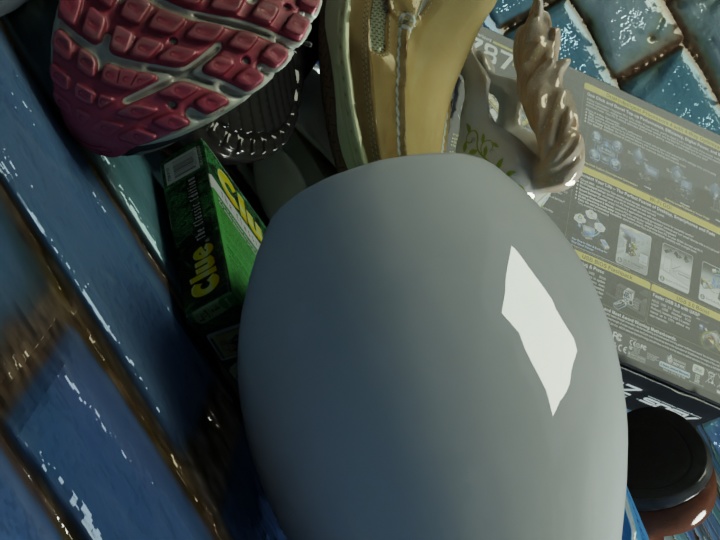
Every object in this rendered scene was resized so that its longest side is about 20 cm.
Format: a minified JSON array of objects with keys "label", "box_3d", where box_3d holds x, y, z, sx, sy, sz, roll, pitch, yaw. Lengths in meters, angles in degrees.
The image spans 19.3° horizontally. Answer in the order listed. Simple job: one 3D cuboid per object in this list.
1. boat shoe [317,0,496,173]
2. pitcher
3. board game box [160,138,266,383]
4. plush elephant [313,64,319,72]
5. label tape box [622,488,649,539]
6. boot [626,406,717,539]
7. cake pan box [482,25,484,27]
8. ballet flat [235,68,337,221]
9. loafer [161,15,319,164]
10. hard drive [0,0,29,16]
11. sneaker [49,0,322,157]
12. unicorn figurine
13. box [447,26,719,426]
[{"label":"boat shoe","box_3d":[0.026,-0.115,0.903,0.072,0.076,0.201,40,44,-65]},{"label":"pitcher","box_3d":[0.030,0.079,0.687,0.172,0.120,0.201,94,-17,-71]},{"label":"board game box","box_3d":[-0.011,0.052,0.797,0.200,0.023,0.105,55,13,-32]},{"label":"plush elephant","box_3d":[-0.003,-0.167,1.056,0.154,0.164,0.201,-6,78,-36]},{"label":"label tape box","box_3d":[0.081,0.126,0.813,0.144,0.066,0.201,-108,177,-50]},{"label":"boot","box_3d":[0.140,0.167,0.978,0.188,0.068,0.201,-17,-75,59]},{"label":"cake pan box","box_3d":[0.091,-0.060,1.246,0.184,0.052,0.200,50,15,-3]},{"label":"ballet flat","box_3d":[0.000,0.000,0.926,0.201,0.069,0.069,56,9,2]},{"label":"loafer","box_3d":[-0.060,-0.093,0.871,0.200,0.070,0.074,-59,141,-65]},{"label":"hard drive","box_3d":[-0.134,-0.165,0.737,0.135,0.042,0.200,58,9,-15]},{"label":"sneaker","box_3d":[-0.043,-0.109,0.755,0.080,0.075,0.200,31,54,2]},{"label":"unicorn figurine","box_3d":[0.034,-0.028,0.975,0.200,0.073,0.138,-46,-115,54]},{"label":"box","box_3d":[0.115,-0.024,1.126,0.199,0.049,0.162,21,64,-21]}]
